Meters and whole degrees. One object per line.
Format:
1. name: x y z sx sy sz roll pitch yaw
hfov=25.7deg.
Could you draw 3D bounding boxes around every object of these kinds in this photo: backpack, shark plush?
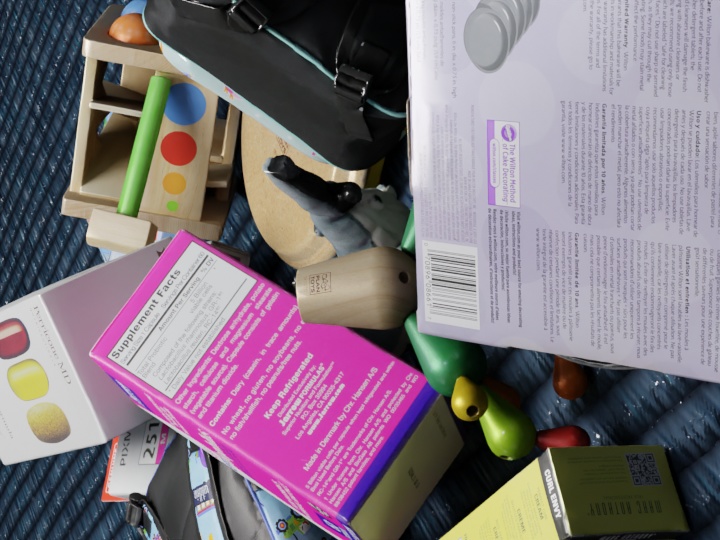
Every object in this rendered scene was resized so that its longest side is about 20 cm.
1. backpack: -0.013 -0.175 0.924 0.200 0.176 0.153 -60 7 -23
2. shark plush: 0.000 0.000 0.933 0.091 0.083 0.200 65 -170 26
3. backpack: -0.056 0.189 1.075 0.200 0.134 0.183 63 145 27

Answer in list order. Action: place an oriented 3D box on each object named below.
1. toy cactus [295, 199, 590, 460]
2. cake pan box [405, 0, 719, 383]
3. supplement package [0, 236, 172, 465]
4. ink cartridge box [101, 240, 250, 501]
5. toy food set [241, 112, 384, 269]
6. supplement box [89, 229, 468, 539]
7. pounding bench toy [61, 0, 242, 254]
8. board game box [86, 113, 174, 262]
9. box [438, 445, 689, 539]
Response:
1. toy cactus: 0.047 0.008 0.849 0.102 0.165 0.201 31 -127 -79
2. cake pan box: 0.111 -0.049 0.717 0.184 0.052 0.201 7 109 34
3. supplement package: -0.199 0.061 1.134 0.200 0.109 0.114 -20 96 56
4. ink cartridge box: -0.165 0.085 1.262 0.173 0.043 0.200 -11 66 52
5. toy food set: -0.034 -0.095 1.126 0.200 0.049 0.198 53 136 49
6. supplement box: -0.049 0.076 0.962 0.200 0.103 0.101 31 166 23
7. pounding bench toy: -0.154 -0.112 1.200 0.200 0.124 0.156 -86 7 -68
8. board game box: -0.207 -0.057 1.483 0.200 0.037 0.152 56 138 46
9. box: 0.090 0.157 0.856 0.200 0.075 0.050 127 138 -51
